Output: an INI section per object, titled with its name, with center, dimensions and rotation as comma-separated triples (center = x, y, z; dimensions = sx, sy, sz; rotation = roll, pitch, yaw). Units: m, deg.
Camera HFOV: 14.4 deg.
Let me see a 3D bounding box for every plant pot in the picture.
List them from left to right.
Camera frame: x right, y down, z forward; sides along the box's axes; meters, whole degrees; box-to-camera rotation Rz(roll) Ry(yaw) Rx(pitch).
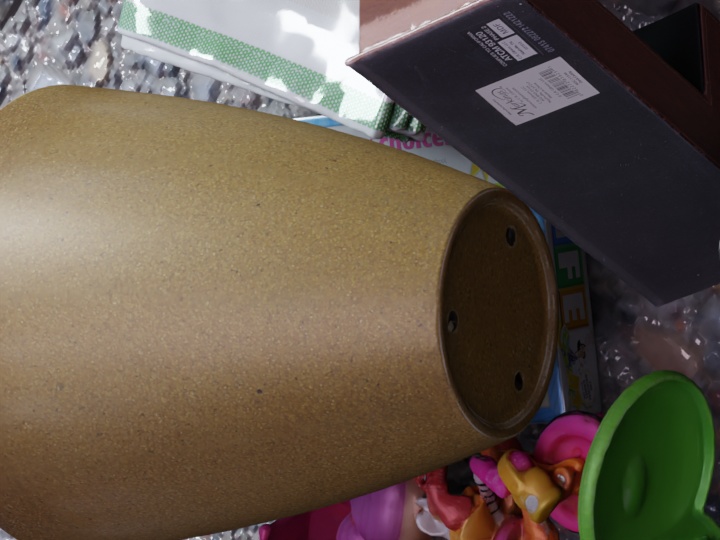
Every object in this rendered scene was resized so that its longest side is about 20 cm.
[plant pot]
center = -0.033, 0.016, 1.086
dimensions = 0.199, 0.186, 0.188
rotation = -2, 94, 33

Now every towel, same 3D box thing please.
[towel]
center = -0.019, -0.163, 1.096
dimensions = 0.149, 0.031, 0.201
rotation = 20, 107, 27

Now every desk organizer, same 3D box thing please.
[desk organizer]
center = 0.083, -0.071, 1.039
dimensions = 0.071, 0.200, 0.077
rotation = -21, 52, 31

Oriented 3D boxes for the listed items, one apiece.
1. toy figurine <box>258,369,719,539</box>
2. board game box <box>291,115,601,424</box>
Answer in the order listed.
[toy figurine]
center = 0.038, 0.117, 1.131
dimensions = 0.183, 0.150, 0.201
rotation = 15, 109, 38
[board game box]
center = 0.000, 0.000, 1.197
dimensions = 0.199, 0.034, 0.135
rotation = -4, 93, 32
